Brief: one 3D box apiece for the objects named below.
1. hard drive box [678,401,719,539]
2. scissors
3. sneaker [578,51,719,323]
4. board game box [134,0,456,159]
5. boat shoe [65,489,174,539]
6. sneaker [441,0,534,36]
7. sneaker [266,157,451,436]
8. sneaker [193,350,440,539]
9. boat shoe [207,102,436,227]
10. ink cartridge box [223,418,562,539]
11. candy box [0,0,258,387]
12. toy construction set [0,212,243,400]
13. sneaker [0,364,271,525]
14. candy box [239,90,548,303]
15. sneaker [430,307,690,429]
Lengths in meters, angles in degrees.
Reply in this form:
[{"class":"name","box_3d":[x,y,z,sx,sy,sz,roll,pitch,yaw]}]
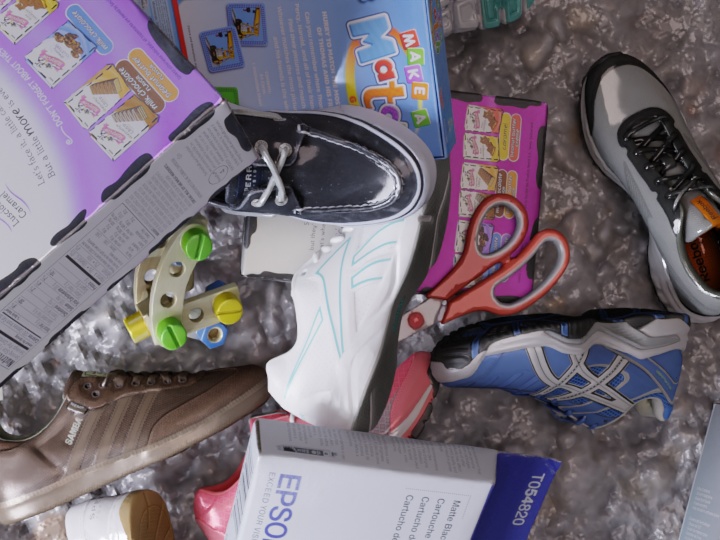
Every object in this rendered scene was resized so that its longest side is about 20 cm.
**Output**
[{"class":"hard drive box","box_3d":[0.302,0.211,0.803,0.153,0.077,0.203,18,85,-6]},{"class":"scissors","box_3d":[0.050,0.032,0.757,0.200,0.014,0.073,-42,96,-5]},{"class":"sneaker","box_3d":[0.218,-0.062,0.810,0.073,0.079,0.203,-25,88,-6]},{"class":"board game box","box_3d":[-0.048,-0.138,0.697,0.196,0.037,0.154,-1,113,19]},{"class":"boat shoe","box_3d":[-0.148,0.241,0.753,0.068,0.071,0.204,-7,95,18]},{"class":"sneaker","box_3d":[0.019,-0.180,0.785,0.197,0.091,0.079,-15,109,-16]},{"class":"sneaker","box_3d":[0.000,0.000,0.723,0.079,0.070,0.203,18,78,19]},{"class":"sneaker","box_3d":[-0.029,0.114,0.768,0.087,0.074,0.200,45,82,-1]},{"class":"boat shoe","box_3d":[-0.056,-0.063,0.672,0.197,0.068,0.073,15,114,12]},{"class":"ink cartridge box","box_3d":[0.010,0.191,0.721,0.196,0.041,0.202,8,119,-14]},{"class":"candy box","box_3d":[-0.185,-0.063,0.625,0.200,0.072,0.168,-41,68,-5]},{"class":"toy construction set","box_3d":[-0.168,0.006,0.714,0.198,0.092,0.133,-15,119,-35]},{"class":"sneaker","box_3d":[-0.154,0.092,0.755,0.197,0.070,0.077,-24,89,-9]},{"class":"candy box","box_3d":[0.021,-0.054,0.791,0.196,0.061,0.139,6,88,-8]},{"class":"sneaker","box_3d":[0.139,0.068,0.780,0.196,0.076,0.079,-1,93,-21]}]
